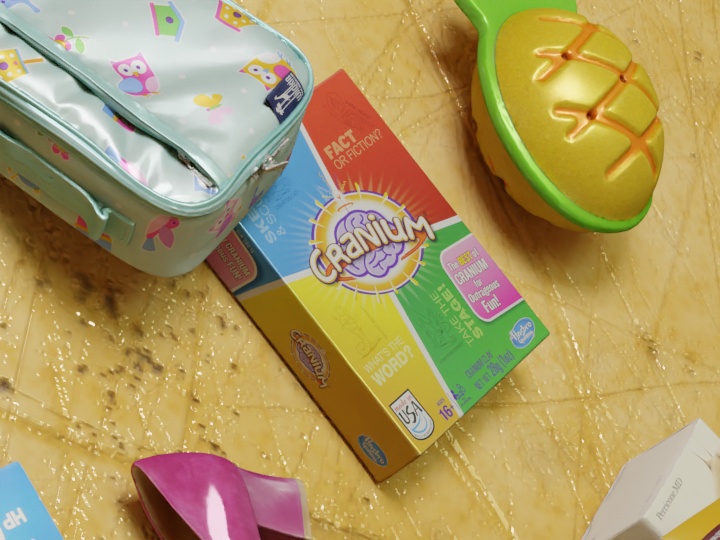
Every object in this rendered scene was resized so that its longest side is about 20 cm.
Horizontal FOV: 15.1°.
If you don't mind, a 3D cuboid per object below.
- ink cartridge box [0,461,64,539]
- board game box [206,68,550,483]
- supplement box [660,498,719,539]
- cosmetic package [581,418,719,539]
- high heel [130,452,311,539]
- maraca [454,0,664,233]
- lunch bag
[{"bbox_3d":[-0.164,0.209,1.200,0.084,0.146,0.201,-23,79,-47],"label":"ink cartridge box"},{"bbox_3d":[0.000,0.000,1.555,0.200,0.040,0.153,51,43,-1],"label":"board game box"},{"bbox_3d":[0.260,0.238,1.430,0.133,0.199,0.198,-12,108,-69],"label":"supplement box"},{"bbox_3d":[0.227,0.198,1.597,0.200,0.073,0.104,46,42,-9],"label":"cosmetic package"},{"bbox_3d":[-0.065,0.183,1.364,0.096,0.067,0.201,11,59,-29],"label":"high heel"},{"bbox_3d":[0.119,-0.113,1.682,0.137,0.107,0.201,-1,64,-50],"label":"maraca"},{"bbox_3d":[-0.130,-0.095,1.448,0.200,0.077,0.160,34,45,6],"label":"lunch bag"}]
